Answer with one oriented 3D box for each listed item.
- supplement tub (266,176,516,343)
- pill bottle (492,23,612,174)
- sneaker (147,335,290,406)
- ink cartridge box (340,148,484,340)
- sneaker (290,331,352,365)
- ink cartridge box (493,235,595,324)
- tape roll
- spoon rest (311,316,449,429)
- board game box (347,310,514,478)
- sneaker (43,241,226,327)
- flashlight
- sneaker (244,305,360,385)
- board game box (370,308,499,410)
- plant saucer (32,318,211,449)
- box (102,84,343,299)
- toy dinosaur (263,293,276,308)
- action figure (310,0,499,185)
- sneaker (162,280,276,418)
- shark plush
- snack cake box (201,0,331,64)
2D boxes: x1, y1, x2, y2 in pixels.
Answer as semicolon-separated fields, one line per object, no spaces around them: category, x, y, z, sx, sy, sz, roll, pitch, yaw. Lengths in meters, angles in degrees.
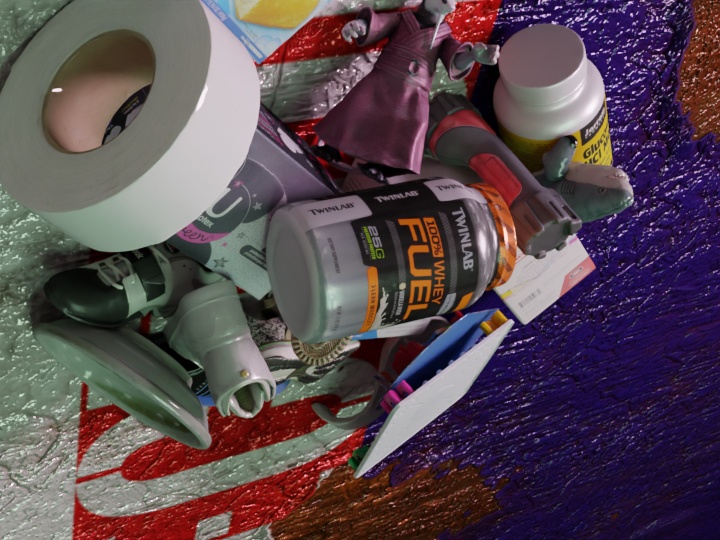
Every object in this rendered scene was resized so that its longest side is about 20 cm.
supplement tub;0.028;-0.014;1.031;0.199;0.123;0.123;-13;139;-23
pill bottle;0.198;-0.153;1.218;0.112;0.113;0.200;-31;144;-5
sneaker;-0.151;0.099;1.263;0.199;0.070;0.078;-5;140;-35
ink cartridge box;0.035;-0.026;1.257;0.145;0.084;0.200;-2;132;-37
sneaker;0.000;0.000;1.158;0.070;0.109;0.200;41;91;-9
ink cartridge box;0.191;-0.028;1.394;0.116;0.068;0.200;-39;146;4
tape roll;-0.177;-0.118;0.885;0.202;0.203;0.071;-40;144;7
spoon rest;0.033;0.128;1.451;0.200;0.061;0.099;-42;144;11
board game box;0.080;0.149;1.416;0.200;0.026;0.200;-33;162;-31
sneaker;-0.203;-0.002;1.109;0.200;0.074;0.089;-6;134;-51
flashlight;0.127;-0.092;1.157;0.068;0.200;0.068;6;129;-41
sneaker;-0.071;0.071;1.283;0.077;0.089;0.200;-36;162;24
board game box;0.081;0.090;1.392;0.158;0.039;0.200;-48;164;17
plant saucer;-0.217;0.097;1.129;0.050;0.200;0.200;-56;149;-18
box;-0.119;-0.081;1.045;0.132;0.115;0.200;-41;143;8
toy dinosaur;-0.073;-0.012;1.144;0.058;0.200;0.101;34;130;-20
action figure;0.045;-0.175;1.081;0.201;0.134;0.149;-64;176;-2
sneaker;-0.133;0.090;1.112;0.073;0.116;0.200;-20;170;-13
shark plush;0.173;-0.056;1.178;0.199;0.084;0.091;-22;142;18
snack cake box;-0.098;-0.263;0.897;0.115;0.067;0.200;-39;144;7
